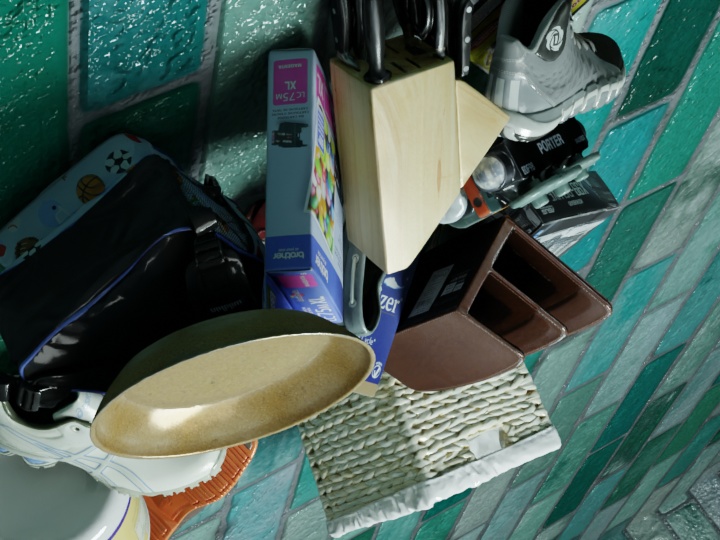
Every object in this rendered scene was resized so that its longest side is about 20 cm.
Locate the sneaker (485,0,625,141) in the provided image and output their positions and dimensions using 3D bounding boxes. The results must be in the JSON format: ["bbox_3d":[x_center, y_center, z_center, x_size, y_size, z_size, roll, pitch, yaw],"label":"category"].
[{"bbox_3d":[0.160,-0.184,1.183,0.200,0.075,0.116,-39,138,-50],"label":"sneaker"}]

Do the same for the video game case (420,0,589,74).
[{"bbox_3d":[0.142,-0.242,1.164,0.200,0.026,0.181,-43,156,14],"label":"video game case"}]

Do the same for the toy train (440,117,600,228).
[{"bbox_3d":[0.124,-0.086,1.268,0.114,0.085,0.200,-30,180,31],"label":"toy train"}]

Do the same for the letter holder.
[{"bbox_3d":[0.110,0.053,1.349,0.101,0.142,0.200,-60,-164,-25],"label":"letter holder"}]

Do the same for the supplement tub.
[{"bbox_3d":[-0.261,0.215,1.322,0.145,0.146,0.200,-30,156,-14],"label":"supplement tub"}]

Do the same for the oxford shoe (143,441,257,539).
[{"bbox_3d":[-0.174,0.214,1.568,0.200,0.071,0.073,-41,177,23],"label":"oxford shoe"}]

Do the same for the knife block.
[{"bbox_3d":[0.013,-0.119,1.078,0.175,0.064,0.200,29,99,-39],"label":"knife block"}]

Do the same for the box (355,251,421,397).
[{"bbox_3d":[0.000,0.000,1.272,0.121,0.032,0.201,21,85,-54],"label":"box"}]

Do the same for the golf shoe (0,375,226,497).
[{"bbox_3d":[-0.204,0.126,1.199,0.199,0.079,0.097,8,155,-2],"label":"golf shoe"}]

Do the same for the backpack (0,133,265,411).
[{"bbox_3d":[-0.154,0.009,1.072,0.200,0.154,0.190,-34,149,13],"label":"backpack"}]

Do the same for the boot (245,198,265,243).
[{"bbox_3d":[-0.123,0.011,1.226,0.200,0.072,0.144,-30,158,-35],"label":"boot"}]

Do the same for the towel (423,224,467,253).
[{"bbox_3d":[0.133,-0.091,1.449,0.146,0.022,0.200,-27,155,-20],"label":"towel"}]

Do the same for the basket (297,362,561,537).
[{"bbox_3d":[0.064,0.163,1.590,0.198,0.161,0.200,-16,172,-39],"label":"basket"}]

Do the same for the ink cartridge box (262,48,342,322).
[{"bbox_3d":[-0.039,-0.043,1.087,0.042,0.201,0.119,-1,160,10],"label":"ink cartridge box"}]

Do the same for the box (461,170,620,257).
[{"bbox_3d":[0.141,-0.016,1.502,0.200,0.050,0.157,-43,162,33],"label":"box"}]

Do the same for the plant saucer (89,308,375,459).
[{"bbox_3d":[-0.089,0.073,1.029,0.199,0.036,0.200,-16,157,-7],"label":"plant saucer"}]

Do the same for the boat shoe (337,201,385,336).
[{"bbox_3d":[0.019,-0.035,1.203,0.073,0.062,0.201,44,66,-47],"label":"boat shoe"}]
